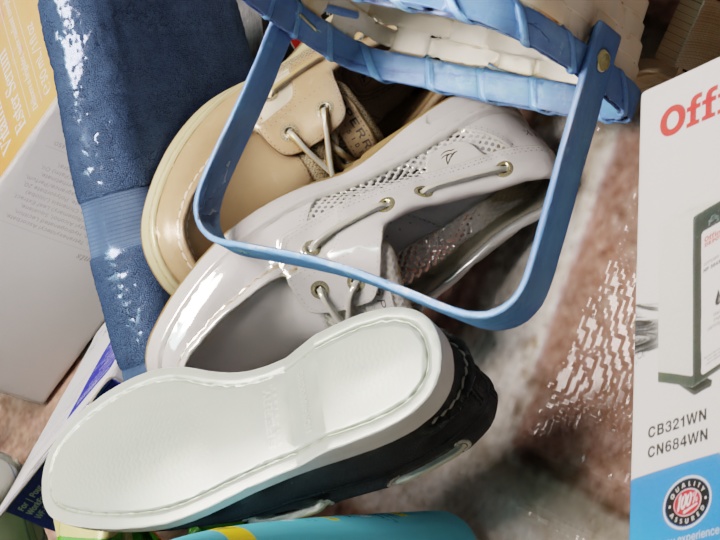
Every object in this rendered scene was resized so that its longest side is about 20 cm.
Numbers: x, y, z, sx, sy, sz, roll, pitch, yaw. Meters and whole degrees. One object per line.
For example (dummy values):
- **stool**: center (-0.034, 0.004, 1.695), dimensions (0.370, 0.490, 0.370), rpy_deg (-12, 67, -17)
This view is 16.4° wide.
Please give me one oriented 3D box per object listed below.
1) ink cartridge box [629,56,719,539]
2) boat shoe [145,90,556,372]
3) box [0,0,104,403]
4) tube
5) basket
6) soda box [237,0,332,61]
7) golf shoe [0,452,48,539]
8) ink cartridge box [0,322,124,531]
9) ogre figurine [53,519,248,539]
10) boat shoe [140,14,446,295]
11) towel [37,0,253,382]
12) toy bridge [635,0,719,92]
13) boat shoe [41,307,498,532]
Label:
- **ink cartridge box**: center (0.170, 0.015, 0.866), dimensions (0.146, 0.084, 0.201), rpy_deg (-24, 56, 47)
- **boat shoe**: center (0.000, 0.000, 1.069), dimensions (0.200, 0.071, 0.069), rpy_deg (-37, 47, -5)
- **box**: center (-0.182, -0.056, 1.375), dimensions (0.200, 0.106, 0.153), rpy_deg (-52, 38, 25)
- **tube**: center (-0.035, 0.121, 0.993), dimensions (0.077, 0.200, 0.051), rpy_deg (-33, 64, 37)
- **basket**: center (0.030, -0.086, 1.006), dimensions (0.176, 0.139, 0.201), rpy_deg (18, 81, 37)
- **soda box**: center (-0.048, -0.124, 1.259), dimensions (0.071, 0.063, 0.201), rpy_deg (-38, 45, 38)
- **golf shoe**: center (-0.170, 0.157, 1.207), dimensions (0.078, 0.200, 0.097), rpy_deg (-32, 52, -5)
- **ink cartridge box**: center (-0.116, 0.057, 1.206), dimensions (0.100, 0.039, 0.200), rpy_deg (-48, 9, 28)
- **ogre figurine**: center (-0.111, 0.154, 1.142), dimensions (0.098, 0.120, 0.201), rpy_deg (28, 93, 36)
- **boat shoe**: center (-0.021, -0.062, 1.119), dimensions (0.064, 0.071, 0.200), rpy_deg (-5, 36, 49)
- **towel**: center (-0.085, -0.037, 1.136), dimensions (0.048, 0.111, 0.201), rpy_deg (-12, 90, 42)
- **toy bridge**: center (0.089, -0.110, 1.093), dimensions (0.200, 0.027, 0.067), rpy_deg (35, 103, 54)
- **boat shoe**: center (-0.039, 0.073, 1.028), dimensions (0.199, 0.060, 0.076), rpy_deg (-14, 59, 28)
